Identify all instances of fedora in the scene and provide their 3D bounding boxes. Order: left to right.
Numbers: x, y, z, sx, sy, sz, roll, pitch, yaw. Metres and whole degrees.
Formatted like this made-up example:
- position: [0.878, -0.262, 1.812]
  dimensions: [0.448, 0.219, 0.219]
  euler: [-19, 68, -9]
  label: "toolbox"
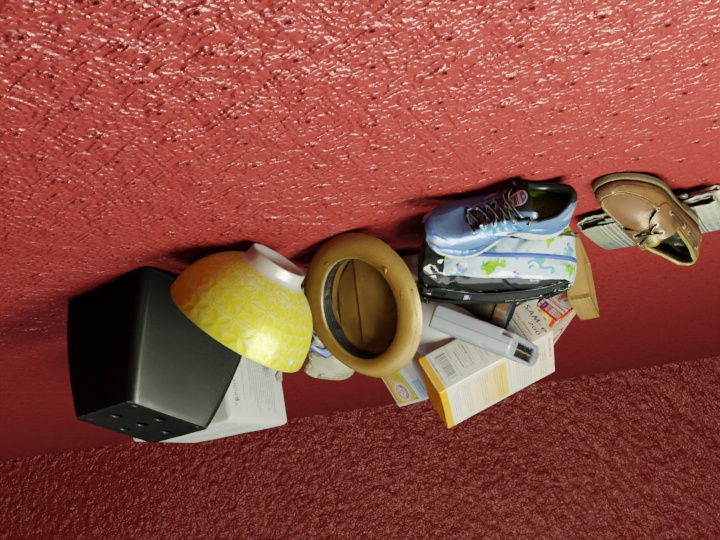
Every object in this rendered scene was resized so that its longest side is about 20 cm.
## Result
- position: [0.017, 0.040, 1.289]
  dimensions: [0.200, 0.201, 0.082]
  euler: [-20, -176, 38]
  label: "fedora"

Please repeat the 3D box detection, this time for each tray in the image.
- position: [0.344, 0.014, 1.512]
  dimensions: [0.037, 0.099, 0.200]
  euler: [-11, 166, 15]
  label: "tray"

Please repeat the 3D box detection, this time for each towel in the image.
- position: [0.423, -0.074, 1.372]
  dimensions: [0.192, 0.035, 0.200]
  euler: [-11, 168, 24]
  label: "towel"

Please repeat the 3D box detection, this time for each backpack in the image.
- position: [0.183, -0.016, 1.258]
  dimensions: [0.200, 0.154, 0.163]
  euler: [12, 166, 8]
  label: "backpack"

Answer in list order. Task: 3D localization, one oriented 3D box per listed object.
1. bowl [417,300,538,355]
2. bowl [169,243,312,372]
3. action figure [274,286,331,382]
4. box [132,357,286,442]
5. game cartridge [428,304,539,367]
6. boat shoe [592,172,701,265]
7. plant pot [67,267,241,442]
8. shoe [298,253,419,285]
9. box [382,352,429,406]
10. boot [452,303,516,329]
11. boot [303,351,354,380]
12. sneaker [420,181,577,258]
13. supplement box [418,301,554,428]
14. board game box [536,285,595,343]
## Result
- position: [0.188, 0.073, 1.526]
  dimensions: [0.200, 0.075, 0.200]
  euler: [5, 131, -42]
  label: "bowl"
- position: [-0.134, 0.030, 1.237]
  dimensions: [0.108, 0.200, 0.200]
  euler: [-57, 151, 9]
  label: "bowl"
- position: [-0.123, 0.069, 1.468]
  dimensions: [0.200, 0.105, 0.193]
  euler: [40, 117, -20]
  label: "action figure"
- position: [-0.256, 0.173, 1.590]
  dimensions: [0.199, 0.200, 0.171]
  euler: [-16, 162, 25]
  label: "box"
- position: [0.171, 0.091, 1.347]
  dimensions: [0.133, 0.042, 0.200]
  euler: [16, 176, 23]
  label: "game cartridge"
- position: [0.373, -0.063, 1.221]
  dimensions: [0.200, 0.068, 0.072]
  euler: [19, 148, -34]
  label: "boat shoe"
- position: [-0.295, 0.133, 1.355]
  dimensions: [0.199, 0.178, 0.200]
  euler: [-20, 143, 38]
  label: "plant pot"
- position: [0.000, 0.000, 1.377]
  dimensions: [0.200, 0.053, 0.070]
  euler: [1, -175, -21]
  label: "shoe"
- position: [0.130, 0.136, 1.684]
  dimensions: [0.200, 0.113, 0.101]
  euler: [-33, -176, -37]
  label: "box"
- position: [0.193, 0.005, 1.396]
  dimensions: [0.097, 0.075, 0.200]
  euler: [19, -147, 13]
  label: "boot"
- position: [-0.078, 0.122, 1.620]
  dimensions: [0.200, 0.072, 0.155]
  euler: [21, 150, -14]
  label: "boot"
- position: [0.167, -0.073, 1.147]
  dimensions: [0.200, 0.079, 0.089]
  euler: [-14, 160, -13]
  label: "sneaker"
- position: [0.199, 0.147, 1.494]
  dimensions: [0.200, 0.074, 0.126]
  euler: [-27, 144, -7]
  label: "supplement box"
- position: [0.316, 0.108, 1.686]
  dimensions: [0.151, 0.046, 0.200]
  euler: [-32, 156, -43]
  label: "board game box"
